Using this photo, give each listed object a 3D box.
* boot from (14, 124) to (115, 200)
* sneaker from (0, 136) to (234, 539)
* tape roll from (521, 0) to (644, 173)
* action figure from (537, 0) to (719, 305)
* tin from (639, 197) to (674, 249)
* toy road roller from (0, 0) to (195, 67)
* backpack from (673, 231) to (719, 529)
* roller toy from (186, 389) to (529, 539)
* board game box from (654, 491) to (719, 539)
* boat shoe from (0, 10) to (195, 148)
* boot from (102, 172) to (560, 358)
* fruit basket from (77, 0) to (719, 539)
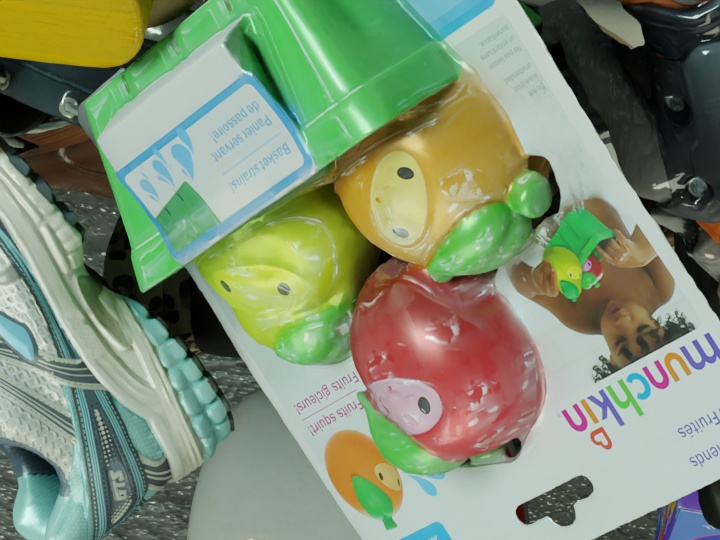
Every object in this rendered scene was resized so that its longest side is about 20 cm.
[{"bbox_3d":[-0.090,-0.029,1.199,0.186,0.064,0.200,-9,155,44],"label":"boot"},{"bbox_3d":[-0.123,0.012,0.895,0.200,0.086,0.078,49,166,-27],"label":"sneaker"},{"bbox_3d":[0.052,-0.086,1.023,0.202,0.037,0.203,9,158,4],"label":"tape roll"},{"bbox_3d":[0.082,-0.069,0.892,0.200,0.105,0.194,-20,120,15],"label":"action figure"},{"bbox_3d":[0.177,-0.011,1.152,0.200,0.042,0.112,-11,154,41],"label":"tin"},{"bbox_3d":[-0.135,-0.154,0.837,0.200,0.123,0.146,9,146,3],"label":"toy road roller"},{"bbox_3d":[0.215,0.025,1.022,0.200,0.127,0.167,-7,140,-3],"label":"backpack"},{"bbox_3d":[0.007,0.150,1.408,0.140,0.200,0.183,0,150,20],"label":"roller toy"},{"bbox_3d":[0.253,0.135,1.457,0.200,0.045,0.135,9,158,2],"label":"board game box"},{"bbox_3d":[-0.121,-0.074,1.044,0.200,0.062,0.075,13,-178,35],"label":"boat shoe"},{"bbox_3d":[0.000,0.000,1.036,0.150,0.073,0.200,4,-171,9],"label":"boot"},{"bbox_3d":[0.010,0.000,0.863,0.094,0.200,0.185,-26,176,-42],"label":"fruit basket"}]
